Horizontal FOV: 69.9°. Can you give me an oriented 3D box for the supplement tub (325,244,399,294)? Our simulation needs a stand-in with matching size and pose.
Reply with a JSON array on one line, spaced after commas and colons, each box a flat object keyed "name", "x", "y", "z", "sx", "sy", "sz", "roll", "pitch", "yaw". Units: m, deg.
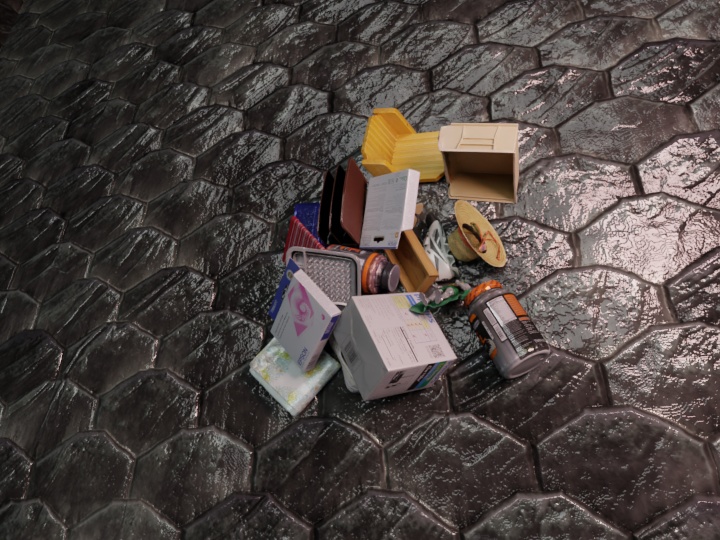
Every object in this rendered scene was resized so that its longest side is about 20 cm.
[{"name": "supplement tub", "x": 0.000, "y": 0.000, "z": 1.344, "sx": 0.198, "sy": 0.107, "sz": 0.108, "roll": 13, "pitch": 68, "yaw": 24}]

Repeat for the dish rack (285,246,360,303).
[{"name": "dish rack", "x": -0.087, "y": 0.023, "z": 1.287, "sx": 0.198, "sy": 0.173, "sz": 0.044, "roll": 8, "pitch": 23, "yaw": 18}]

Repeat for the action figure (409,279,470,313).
[{"name": "action figure", "x": 0.208, "y": 0.051, "z": 1.214, "sx": 0.117, "sy": 0.199, "sz": 0.055, "roll": -10, "pitch": 92, "yaw": 33}]

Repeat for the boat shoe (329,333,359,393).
[{"name": "boat shoe", "x": -0.029, "y": 0.195, "z": 1.257, "sx": 0.070, "sy": 0.070, "sz": 0.201, "roll": -7, "pitch": 51, "yaw": -15}]

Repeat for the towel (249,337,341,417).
[{"name": "towel", "x": -0.172, "y": 0.245, "z": 1.309, "sx": 0.200, "sy": 0.048, "sz": 0.171, "roll": 37, "pitch": 80, "yaw": 30}]

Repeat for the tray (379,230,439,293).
[{"name": "tray", "x": 0.123, "y": -0.033, "z": 1.330, "sx": 0.037, "sy": 0.099, "sz": 0.201, "roll": -1, "pitch": 50, "yaw": -33}]

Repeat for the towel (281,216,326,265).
[{"name": "towel", "x": -0.151, "y": -0.040, "z": 1.387, "sx": 0.022, "sy": 0.146, "sz": 0.200, "roll": -5, "pitch": 35, "yaw": -35}]

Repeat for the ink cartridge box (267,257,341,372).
[{"name": "ink cartridge box", "x": -0.152, "y": 0.107, "z": 1.235, "sx": 0.200, "sy": 0.043, "sz": 0.197, "roll": 44, "pitch": 127, "yaw": 24}]

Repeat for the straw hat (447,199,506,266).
[{"name": "straw hat", "x": 0.266, "y": -0.069, "z": 1.274, "sx": 0.085, "sy": 0.200, "sz": 0.202, "roll": -35, "pitch": 52, "yaw": 34}]

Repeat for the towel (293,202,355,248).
[{"name": "towel", "x": -0.101, "y": -0.126, "z": 1.484, "sx": 0.198, "sy": 0.050, "sz": 0.149, "roll": -1, "pitch": 70, "yaw": 18}]

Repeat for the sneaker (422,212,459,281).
[{"name": "sneaker", "x": 0.185, "y": -0.061, "z": 1.334, "sx": 0.088, "sy": 0.074, "sz": 0.201, "roll": -18, "pitch": 59, "yaw": 7}]

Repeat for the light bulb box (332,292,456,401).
[{"name": "light bulb box", "x": 0.074, "y": 0.165, "z": 1.166, "sx": 0.125, "sy": 0.199, "sz": 0.199, "roll": -57, "pitch": 47, "yaw": 39}]

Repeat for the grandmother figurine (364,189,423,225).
[{"name": "grandmother figurine", "x": 0.071, "y": -0.180, "z": 1.447, "sx": 0.199, "sy": 0.061, "sz": 0.122, "roll": 26, "pitch": 82, "yaw": 31}]

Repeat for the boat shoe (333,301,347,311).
[{"name": "boat shoe", "x": -0.093, "y": 0.128, "z": 1.276, "sx": 0.199, "sy": 0.076, "sz": 0.061, "roll": -16, "pitch": 37, "yaw": 37}]

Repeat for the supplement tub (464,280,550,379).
[{"name": "supplement tub", "x": 0.322, "y": 0.129, "z": 1.159, "sx": 0.122, "sy": 0.123, "sz": 0.201, "roll": -28, "pitch": 57, "yaw": 2}]

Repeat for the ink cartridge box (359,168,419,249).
[{"name": "ink cartridge box", "x": 0.072, "y": -0.150, "z": 1.336, "sx": 0.199, "sy": 0.040, "sz": 0.202, "roll": 6, "pitch": 86, "yaw": 61}]

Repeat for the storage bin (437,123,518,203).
[{"name": "storage bin", "x": 0.307, "y": -0.276, "z": 1.332, "sx": 0.197, "sy": 0.200, "sz": 0.094, "roll": 7, "pitch": 64, "yaw": 22}]

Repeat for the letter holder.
[{"name": "letter holder", "x": -0.059, "y": -0.185, "z": 1.385, "sx": 0.100, "sy": 0.142, "sz": 0.202, "roll": 0, "pitch": 70, "yaw": 19}]

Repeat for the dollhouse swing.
[{"name": "dollhouse swing", "x": 0.132, "y": -0.356, "z": 1.461, "sx": 0.175, "sy": 0.181, "sz": 0.202, "roll": -7, "pitch": 59, "yaw": 38}]
